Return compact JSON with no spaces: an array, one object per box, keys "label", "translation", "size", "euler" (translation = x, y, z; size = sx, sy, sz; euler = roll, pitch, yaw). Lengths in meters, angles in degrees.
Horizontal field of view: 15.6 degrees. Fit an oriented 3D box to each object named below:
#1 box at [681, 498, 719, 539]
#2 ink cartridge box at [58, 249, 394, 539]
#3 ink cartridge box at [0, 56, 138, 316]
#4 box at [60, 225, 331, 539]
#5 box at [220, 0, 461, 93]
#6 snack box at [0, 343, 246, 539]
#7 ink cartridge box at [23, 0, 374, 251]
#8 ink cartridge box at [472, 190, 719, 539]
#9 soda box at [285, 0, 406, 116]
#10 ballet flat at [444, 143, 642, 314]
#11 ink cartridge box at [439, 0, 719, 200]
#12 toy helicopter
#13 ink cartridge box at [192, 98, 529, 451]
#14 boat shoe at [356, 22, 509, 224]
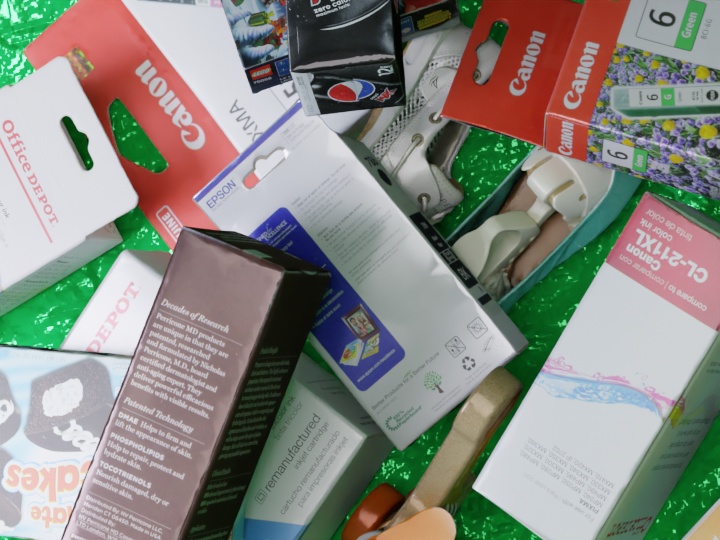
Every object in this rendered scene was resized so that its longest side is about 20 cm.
[{"label":"box","translation":[0.293,0.153,1.514],"size":[0.152,0.106,0.200],"euler":[43,100,14]},{"label":"ink cartridge box","translation":[-0.099,0.100,1.645],"size":[0.200,0.085,0.145],"euler":[37,100,15]},{"label":"ink cartridge box","translation":[-0.235,-0.040,1.699],"size":[0.200,0.068,0.115],"euler":[-30,80,14]},{"label":"box","translation":[-0.094,0.079,1.509],"size":[0.075,0.100,0.201],"euler":[24,94,14]},{"label":"box","translation":[-0.033,-0.222,1.619],"size":[0.136,0.040,0.201],"euler":[-19,69,-1]},{"label":"snack box","translation":[-0.166,0.108,1.601],"size":[0.199,0.037,0.117],"euler":[4,91,17]},{"label":"ink cartridge box","translation":[-0.106,-0.125,1.677],"size":[0.173,0.044,0.200],"euler":[-40,78,10]},{"label":"ink cartridge box","translation":[0.163,0.064,1.535],"size":[0.083,0.146,0.200],"euler":[32,97,16]},{"label":"soda box","translation":[-0.013,-0.196,1.547],"size":[0.063,0.071,0.201],"euler":[-7,69,5]},{"label":"ballet flat","translation":[0.105,-0.032,1.595],"size":[0.067,0.070,0.200],"euler":[45,100,14]},{"label":"ink cartridge box","translation":[0.157,-0.118,1.563],"size":[0.199,0.050,0.109],"euler":[17,67,10]},{"label":"toy helicopter","translation":[0.036,0.137,1.552],"size":[0.079,0.132,0.200],"euler":[38,124,14]},{"label":"ink cartridge box","translation":[0.000,0.000,1.574],"size":[0.099,0.039,0.200],"euler":[-40,87,18]},{"label":"boat shoe","translation":[0.030,-0.057,1.618],"size":[0.069,0.071,0.201],"euler":[27,95,17]}]
